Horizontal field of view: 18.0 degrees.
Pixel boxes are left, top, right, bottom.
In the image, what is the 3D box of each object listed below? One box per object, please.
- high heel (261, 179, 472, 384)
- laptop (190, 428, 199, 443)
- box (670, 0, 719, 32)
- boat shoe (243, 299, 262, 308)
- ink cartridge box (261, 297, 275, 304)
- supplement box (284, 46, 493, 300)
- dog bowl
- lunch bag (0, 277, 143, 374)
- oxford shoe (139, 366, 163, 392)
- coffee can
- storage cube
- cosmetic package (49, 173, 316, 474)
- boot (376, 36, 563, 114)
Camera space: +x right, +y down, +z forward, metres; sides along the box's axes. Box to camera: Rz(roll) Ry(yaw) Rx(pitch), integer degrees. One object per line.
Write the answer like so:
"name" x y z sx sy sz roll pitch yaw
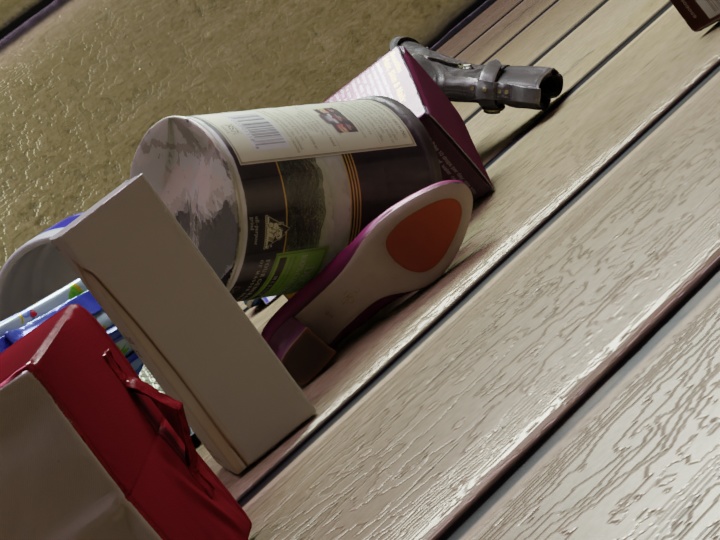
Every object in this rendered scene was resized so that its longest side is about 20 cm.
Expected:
"high heel" 0.000 0.000 1.705 0.200 0.067 0.096 -41 17 -2
"laptop" -0.180 0.092 1.859 0.200 0.116 0.187 -38 6 -3
"box" 0.325 -0.331 1.837 0.200 0.165 0.166 -42 7 -33
"boat shoe" -0.098 -0.021 2.396 0.072 0.073 0.200 -36 7 20
"ink cartridge box" -0.020 -0.050 2.097 0.200 0.047 0.198 -41 23 1
"supplement box" -0.004 -0.075 1.943 0.200 0.103 0.131 -36 31 12
"dog bowl" -0.261 0.045 2.260 0.200 0.200 0.079 -34 5 31
"lunch bag" -0.252 0.090 1.764 0.200 0.082 0.161 -33 -20 -45
"oxford shoe" -0.225 0.137 2.043 0.200 0.075 0.058 -44 -27 -56
"coffee can" -0.057 -0.054 1.747 0.199 0.147 0.146 -9 -14 -38
"storage cube" -0.178 0.145 1.217 0.200 0.171 0.180 -37 7 6
"cosmetic package" -0.122 0.036 1.548 0.073 0.200 0.104 -38 6 -9
"boot" 0.108 -0.179 2.180 0.173 0.070 0.200 3 15 9
